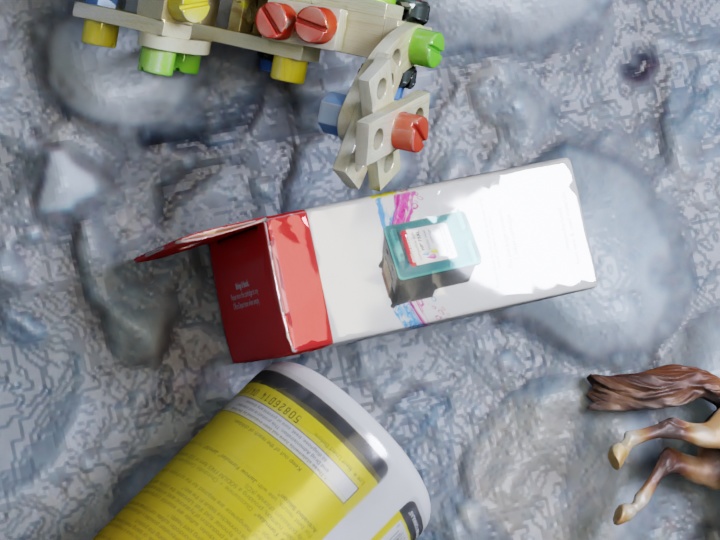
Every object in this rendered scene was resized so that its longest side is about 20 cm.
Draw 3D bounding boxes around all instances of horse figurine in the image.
[{"bbox_3d":[0.197,0.126,1.310,0.132,0.050,0.201,-24,83,-31],"label":"horse figurine"}]

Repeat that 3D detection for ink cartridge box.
[{"bbox_3d":[0.000,0.000,1.238,0.199,0.116,0.068,-12,88,-17],"label":"ink cartridge box"}]

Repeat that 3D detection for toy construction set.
[{"bbox_3d":[-0.038,-0.115,1.225,0.200,0.131,0.092,30,102,23],"label":"toy construction set"}]

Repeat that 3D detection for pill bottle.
[{"bbox_3d":[-0.068,0.147,1.199,0.200,0.112,0.112,-45,96,-18],"label":"pill bottle"}]
